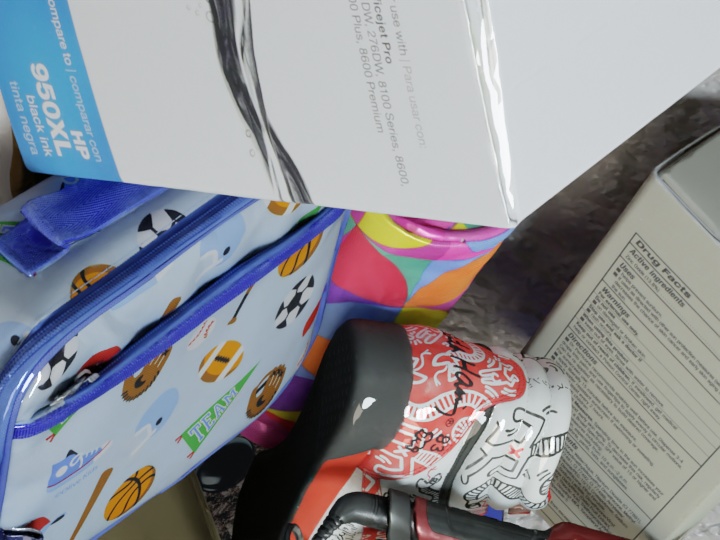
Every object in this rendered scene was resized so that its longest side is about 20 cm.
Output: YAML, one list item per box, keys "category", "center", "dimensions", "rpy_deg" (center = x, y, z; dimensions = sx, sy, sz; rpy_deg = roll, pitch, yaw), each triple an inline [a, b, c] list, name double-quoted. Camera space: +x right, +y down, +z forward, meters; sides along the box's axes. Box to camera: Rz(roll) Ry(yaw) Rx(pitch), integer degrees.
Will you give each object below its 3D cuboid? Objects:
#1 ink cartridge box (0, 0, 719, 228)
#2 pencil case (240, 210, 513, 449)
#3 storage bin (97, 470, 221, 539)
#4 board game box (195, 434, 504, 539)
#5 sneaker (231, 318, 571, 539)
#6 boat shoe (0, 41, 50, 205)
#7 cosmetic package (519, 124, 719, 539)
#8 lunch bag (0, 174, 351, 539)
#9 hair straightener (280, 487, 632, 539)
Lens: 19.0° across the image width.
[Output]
- category: "ink cartridge box"
  center: [0.000, -0.087, 0.673]
  dimensions: [0.199, 0.144, 0.085]
  rpy_deg: [8, 122, 38]
- category: "pencil case"
  center: [0.000, 0.000, 0.895]
  dimensions: [0.088, 0.089, 0.200]
  rpy_deg: [21, 141, -13]
- category: "storage bin"
  center: [-0.123, 0.139, 0.904]
  dimensions: [0.093, 0.199, 0.200]
  rpy_deg: [-29, 144, 6]
- category: "board game box"
  center: [-0.042, 0.166, 1.049]
  dimensions: [0.199, 0.160, 0.097]
  rpy_deg: [-13, 141, 27]
- category: "sneaker"
  center: [0.016, 0.094, 0.905]
  dimensions: [0.107, 0.068, 0.202]
  rpy_deg: [10, 143, -16]
- category: "boat shoe"
  center: [-0.148, -0.038, 0.780]
  dimensions: [0.069, 0.071, 0.200]
  rpy_deg: [2, 142, -1]
- category: "cosmetic package"
  center: [0.132, 0.037, 0.886]
  dimensions: [0.105, 0.071, 0.200]
  rpy_deg: [48, 143, 12]
- category: "lunch bag"
  center: [-0.086, 0.020, 0.763]
  dimensions: [0.075, 0.200, 0.161]
  rpy_deg: [37, 139, 17]
- category: "hair straightener"
  center: [0.050, 0.131, 0.873]
  dimensions: [0.199, 0.041, 0.077]
  rpy_deg: [14, 141, -29]
